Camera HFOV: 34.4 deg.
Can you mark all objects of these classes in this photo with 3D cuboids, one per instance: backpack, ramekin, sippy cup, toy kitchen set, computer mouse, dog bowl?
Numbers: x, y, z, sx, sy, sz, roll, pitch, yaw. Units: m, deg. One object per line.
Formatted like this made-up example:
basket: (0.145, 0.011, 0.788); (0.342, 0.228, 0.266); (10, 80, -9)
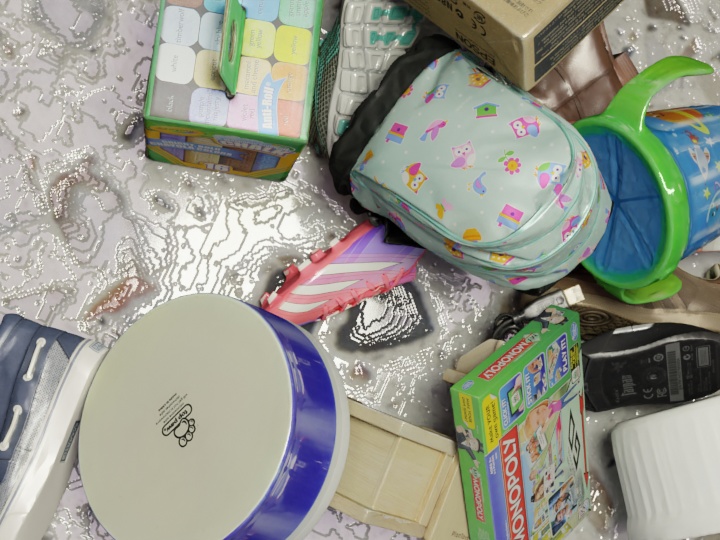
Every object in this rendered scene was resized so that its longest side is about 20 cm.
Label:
backpack: (0.085, -0.071, 0.862); (0.200, 0.127, 0.167); (39, 96, 29)
ramekin: (0.303, 0.149, 0.948); (0.200, 0.200, 0.098); (-13, 79, -12)
sippy cup: (0.238, -0.068, 0.900); (0.130, 0.178, 0.140); (-19, 71, -27)
toy kitchen set: (0.033, 0.118, 0.960); (0.200, 0.180, 0.164); (29, 82, -47)
computer mouse: (0.205, 0.059, 0.971); (0.200, 0.046, 0.141); (-15, 122, 10)
dog bowl: (-0.112, 0.121, 0.870); (0.200, 0.079, 0.201); (-11, 67, 28)

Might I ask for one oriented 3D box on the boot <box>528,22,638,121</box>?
boot: (0.126, -0.164, 1.012); (0.200, 0.064, 0.187); (-36, 91, -7)

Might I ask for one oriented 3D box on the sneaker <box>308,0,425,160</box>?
sneaker: (-0.008, -0.179, 0.948); (0.077, 0.091, 0.200); (4, 108, -37)

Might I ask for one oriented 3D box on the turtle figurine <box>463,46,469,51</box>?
turtle figurine: (0.095, -0.248, 0.964); (0.199, 0.101, 0.150); (2, 107, 14)

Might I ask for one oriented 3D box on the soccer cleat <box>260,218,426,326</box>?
soccer cleat: (0.000, 0.000, 0.970); (0.200, 0.067, 0.077); (-40, 97, -14)

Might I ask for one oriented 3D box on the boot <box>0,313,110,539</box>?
boot: (-0.273, 0.137, 0.908); (0.090, 0.073, 0.200); (21, 79, 7)

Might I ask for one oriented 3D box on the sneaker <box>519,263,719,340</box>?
sneaker: (0.233, 0.020, 1.020); (0.199, 0.070, 0.076); (10, 64, -13)

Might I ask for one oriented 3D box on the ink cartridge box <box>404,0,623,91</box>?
ink cartridge box: (0.101, -0.251, 0.834); (0.165, 0.075, 0.200); (-43, 66, -10)

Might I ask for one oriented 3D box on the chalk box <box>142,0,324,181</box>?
chalk box: (-0.098, -0.153, 0.893); (0.123, 0.200, 0.125); (9, 83, -10)

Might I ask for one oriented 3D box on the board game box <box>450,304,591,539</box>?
board game box: (0.132, 0.146, 0.921); (0.135, 0.029, 0.200); (-35, 127, -39)

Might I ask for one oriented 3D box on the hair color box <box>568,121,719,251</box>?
hair color box: (0.238, -0.072, 0.995); (0.199, 0.064, 0.111); (-3, 101, -18)
